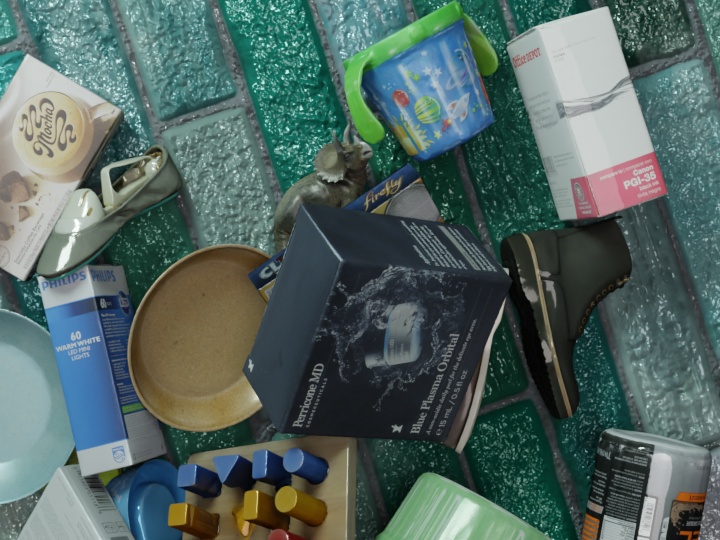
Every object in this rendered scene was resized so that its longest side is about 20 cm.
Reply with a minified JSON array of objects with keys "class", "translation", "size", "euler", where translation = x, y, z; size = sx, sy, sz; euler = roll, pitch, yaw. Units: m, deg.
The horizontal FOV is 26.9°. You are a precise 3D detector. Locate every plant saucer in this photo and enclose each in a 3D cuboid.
[{"class":"plant saucer","translation":[-0.380,0.137,1.543],"size":[0.199,0.039,0.203],"euler":[0,94,0]},{"class":"plant saucer","translation":[-0.153,0.065,1.544],"size":[0.198,0.035,0.202],"euler":[-12,113,-30]}]

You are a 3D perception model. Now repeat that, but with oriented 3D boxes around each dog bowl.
[{"class":"dog bowl","translation":[-0.213,0.296,1.540],"size":[0.049,0.111,0.202],"euler":[-12,93,27]}]

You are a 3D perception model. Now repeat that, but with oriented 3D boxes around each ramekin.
[{"class":"ramekin","translation":[0.118,0.290,1.536],"size":[0.199,0.200,0.098],"euler":[32,81,-6]}]

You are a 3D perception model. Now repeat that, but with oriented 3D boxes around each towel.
[{"class":"towel","translation":[-0.295,0.208,1.572],"size":[0.085,0.018,0.202],"euler":[-15,92,-7]}]

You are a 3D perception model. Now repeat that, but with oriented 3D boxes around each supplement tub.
[{"class":"supplement tub","translation":[0.296,0.276,1.589],"size":[0.121,0.122,0.202],"euler":[10,91,-7]}]

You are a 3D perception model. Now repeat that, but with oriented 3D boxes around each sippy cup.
[{"class":"sippy cup","translation":[0.069,-0.188,1.548],"size":[0.177,0.140,0.131],"euler":[-28,96,-3]}]

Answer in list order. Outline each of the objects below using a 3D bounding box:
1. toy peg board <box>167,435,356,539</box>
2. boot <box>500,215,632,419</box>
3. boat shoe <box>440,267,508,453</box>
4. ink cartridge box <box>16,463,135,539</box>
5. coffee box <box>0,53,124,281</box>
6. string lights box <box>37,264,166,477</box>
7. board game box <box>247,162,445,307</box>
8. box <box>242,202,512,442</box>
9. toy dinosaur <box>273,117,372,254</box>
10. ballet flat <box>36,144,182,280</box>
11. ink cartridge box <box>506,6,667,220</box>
[{"class":"toy peg board","translation":[-0.113,0.257,1.474],"size":[0.198,0.098,0.201],"euler":[-11,64,28]},{"class":"boot","translation":[0.241,0.047,1.606],"size":[0.137,0.077,0.202],"euler":[-14,94,-11]},{"class":"boat shoe","translation":[0.108,0.090,1.592],"size":[0.059,0.072,0.202],"euler":[14,86,-1]},{"class":"ink cartridge box","translation":[-0.290,0.321,1.499],"size":[0.050,0.163,0.201],"euler":[2,129,-44]},{"class":"coffee box","translation":[-0.337,-0.102,1.529],"size":[0.112,0.080,0.201],"euler":[31,87,-7]},{"class":"string lights box","translation":[-0.258,0.098,1.517],"size":[0.058,0.103,0.202],"euler":[-14,86,12]},{"class":"board game box","translation":[0.000,0.000,1.544],"size":[0.199,0.035,0.136],"euler":[-34,129,-4]},{"class":"box","translation":[0.014,0.056,1.490],"size":[0.198,0.118,0.198],"euler":[6,117,-29]},{"class":"toy dinosaur","translation":[-0.041,-0.063,1.576],"size":[0.102,0.077,0.200],"euler":[43,112,-7]},{"class":"ballet flat","translation":[-0.259,-0.065,1.507],"size":[0.200,0.067,0.064],"euler":[-42,124,-40]},{"class":"ink cartridge box","translation":[0.232,-0.159,1.562],"size":[0.082,0.146,0.202],"euler":[-18,93,-7]}]
